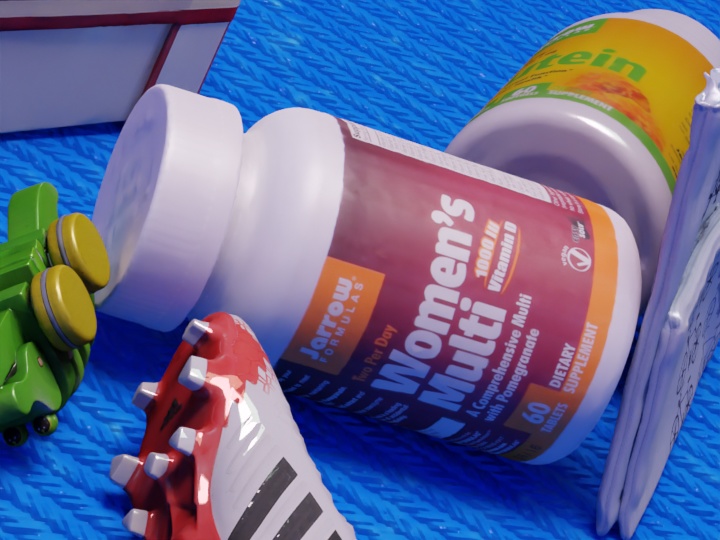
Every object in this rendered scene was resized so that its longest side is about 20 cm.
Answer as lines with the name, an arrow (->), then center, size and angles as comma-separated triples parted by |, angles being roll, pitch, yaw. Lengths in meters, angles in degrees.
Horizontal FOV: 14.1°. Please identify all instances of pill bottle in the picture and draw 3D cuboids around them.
pill bottle -> 0.111, -0.052, 1.319 | 0.111, 0.111, 0.200 | 31, 29, 7
pill bottle -> 0.000, 0.000, 1.140 | 0.199, 0.110, 0.110 | 17, 30, -19

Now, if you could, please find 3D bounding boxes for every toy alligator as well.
toy alligator -> -0.123, 0.035, 1.043 | 0.200, 0.059, 0.054 | -84, 149, -60

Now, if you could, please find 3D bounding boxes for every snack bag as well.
snack bag -> 0.144, -0.013, 1.200 | 0.021, 0.201, 0.189 | 17, 26, 12

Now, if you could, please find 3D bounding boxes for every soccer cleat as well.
soccer cleat -> -0.034, 0.094, 1.011 | 0.085, 0.069, 0.200 | 24, 31, -26

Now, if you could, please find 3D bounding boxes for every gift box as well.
gift box -> -0.145, -0.182, 1.240 | 0.186, 0.185, 0.200 | -7, 50, -44
